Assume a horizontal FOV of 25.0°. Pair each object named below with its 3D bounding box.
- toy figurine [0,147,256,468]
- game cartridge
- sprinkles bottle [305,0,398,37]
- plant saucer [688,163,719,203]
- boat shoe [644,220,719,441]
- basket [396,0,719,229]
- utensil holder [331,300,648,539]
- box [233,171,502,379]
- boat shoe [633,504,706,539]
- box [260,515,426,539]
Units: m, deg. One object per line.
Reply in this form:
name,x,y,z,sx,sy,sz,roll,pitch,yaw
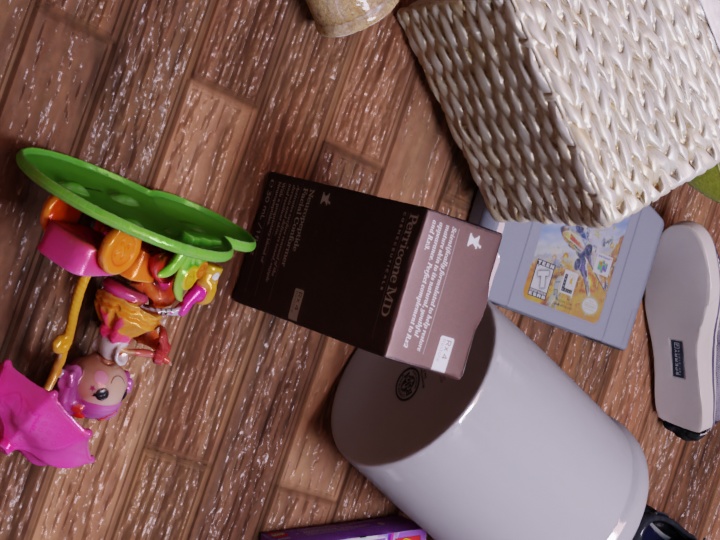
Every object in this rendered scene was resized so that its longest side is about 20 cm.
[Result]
toy figurine,-0.173,0.039,1.062,0.199,0.149,0.186,10,108,-62
game cartridge,0.169,-0.021,1.343,0.199,0.041,0.135,19,92,-38
sprinkles bottle,-0.039,-0.261,1.115,0.068,0.068,0.201,-40,120,-24
plant saucer,0.266,-0.179,1.333,0.201,0.047,0.201,66,28,-26
boat shoe,0.307,0.043,1.444,0.092,0.074,0.203,-22,119,-39
basket,0.160,-0.147,1.189,0.160,0.198,0.202,-32,104,-18
utensil holder,0.096,0.134,1.237,0.200,0.169,0.171,42,74,-32
box,0.000,0.000,1.113,0.074,0.199,0.101,17,89,-37
boat shoe,0.279,0.267,1.467,0.200,0.062,0.075,44,71,-36
box,-0.020,0.298,1.259,0.136,0.039,0.203,0,99,-36
